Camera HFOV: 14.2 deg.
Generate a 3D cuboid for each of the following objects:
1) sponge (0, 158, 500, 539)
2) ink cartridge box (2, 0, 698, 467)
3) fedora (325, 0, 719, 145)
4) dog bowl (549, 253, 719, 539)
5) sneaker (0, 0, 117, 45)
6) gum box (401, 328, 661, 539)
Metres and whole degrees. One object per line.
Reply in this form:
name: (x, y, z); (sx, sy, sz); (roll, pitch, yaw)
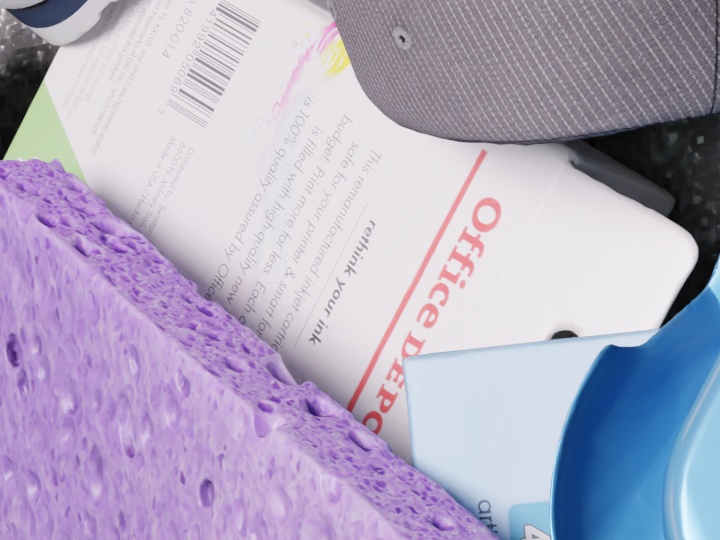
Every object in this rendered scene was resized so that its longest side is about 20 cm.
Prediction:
sponge: (-0.046, 0.064, 0.706); (0.200, 0.030, 0.112); (39, 126, 44)
ink cartridge box: (0.000, 0.000, 0.767); (0.200, 0.067, 0.118); (33, 98, 31)
fedora: (0.045, -0.084, 0.689); (0.200, 0.176, 0.091); (27, 126, 52)
dog bowl: (0.119, 0.013, 0.606); (0.111, 0.050, 0.201); (26, 82, 19)
sneaker: (-0.123, -0.148, 0.803); (0.077, 0.080, 0.200); (-53, 46, 21)
gum box: (0.117, 0.093, 0.652); (0.199, 0.045, 0.171); (-6, 87, 11)
